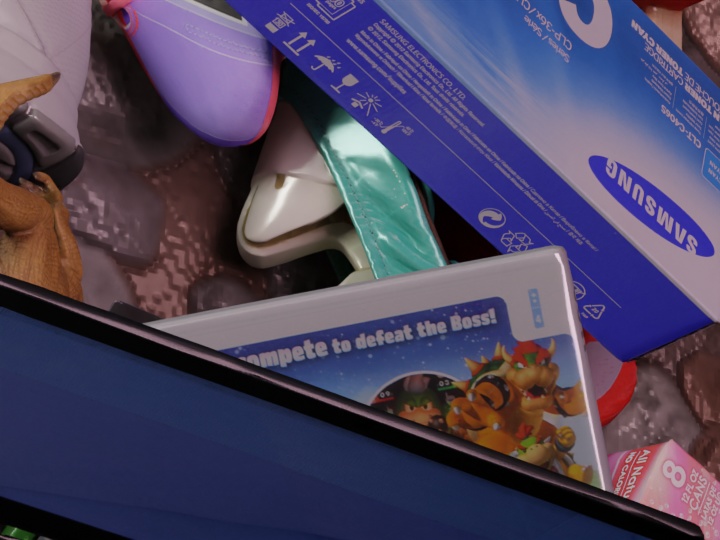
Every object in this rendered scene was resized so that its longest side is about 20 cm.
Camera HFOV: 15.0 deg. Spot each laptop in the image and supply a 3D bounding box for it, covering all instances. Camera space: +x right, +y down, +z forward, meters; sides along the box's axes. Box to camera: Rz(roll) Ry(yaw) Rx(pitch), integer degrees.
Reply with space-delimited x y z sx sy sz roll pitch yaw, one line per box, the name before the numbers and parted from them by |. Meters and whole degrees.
laptop | -0.049 0.109 0.620 0.177 0.103 0.201 21 96 -20

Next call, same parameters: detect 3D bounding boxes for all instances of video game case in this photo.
video game case | 0.002 0.105 0.706 0.018 0.143 0.201 -42 121 -83

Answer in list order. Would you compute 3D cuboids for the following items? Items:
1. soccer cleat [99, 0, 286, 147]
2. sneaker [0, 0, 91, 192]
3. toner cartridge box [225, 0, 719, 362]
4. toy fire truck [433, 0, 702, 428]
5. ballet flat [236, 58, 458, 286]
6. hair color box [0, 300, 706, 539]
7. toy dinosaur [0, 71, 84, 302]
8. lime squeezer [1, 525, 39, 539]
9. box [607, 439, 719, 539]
soccer cleat | -0.082 -0.129 0.842 0.076 0.067 0.201 -14 85 -35
sneaker | -0.156 -0.098 0.777 0.200 0.074 0.087 40 43 -32
toner cartridge box | 0.042 -0.068 0.858 0.200 0.043 0.095 41 44 -26
toy fire truck | 0.073 -0.038 0.952 0.141 0.049 0.201 -2 80 -41
ballet flat | 0.000 0.000 0.865 0.070 0.067 0.201 -19 72 -12
hair color box | -0.001 0.096 0.776 0.199 0.061 0.099 22 58 8
toy dinosaur | -0.101 0.006 0.724 0.200 0.060 0.107 -22 101 -74
lime squeezer | -0.054 0.058 0.746 0.200 0.038 0.071 -25 95 -19
box | 0.062 0.164 0.851 0.095 0.102 0.200 42 56 -23
